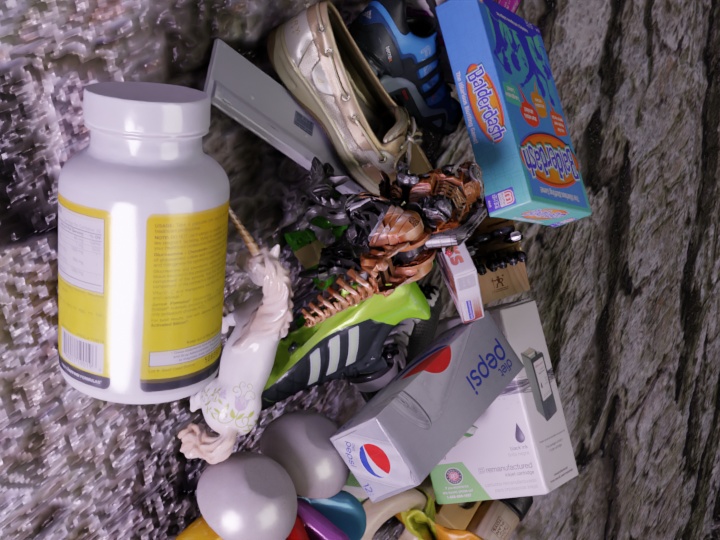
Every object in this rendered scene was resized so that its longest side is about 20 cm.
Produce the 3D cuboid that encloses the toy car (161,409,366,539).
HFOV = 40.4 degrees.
[{"bbox_3d":[-0.069,0.229,0.818,0.200,0.150,0.175,-29,157,-55],"label":"toy car"}]

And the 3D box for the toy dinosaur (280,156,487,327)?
[{"bbox_3d":[0.018,-0.031,0.755,0.200,0.135,0.103,-23,117,-49],"label":"toy dinosaur"}]

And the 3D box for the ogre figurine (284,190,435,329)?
[{"bbox_3d":[0.000,0.000,0.915,0.120,0.098,0.201,-28,117,-34],"label":"ogre figurine"}]

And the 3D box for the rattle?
[{"bbox_3d":[0.026,0.316,1.019,0.200,0.143,0.130,-7,132,-43],"label":"rattle"}]

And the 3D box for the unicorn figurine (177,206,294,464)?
[{"bbox_3d":[-0.092,0.056,0.766,0.074,0.137,0.201,5,89,-20],"label":"unicorn figurine"}]

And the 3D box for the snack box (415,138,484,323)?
[{"bbox_3d":[0.071,-0.048,0.925,0.024,0.200,0.072,-20,140,0],"label":"snack box"}]

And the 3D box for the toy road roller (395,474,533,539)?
[{"bbox_3d":[0.098,0.284,1.210,0.200,0.146,0.123,46,60,-14],"label":"toy road roller"}]

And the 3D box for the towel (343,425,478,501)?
[{"bbox_3d":[0.006,0.192,0.973,0.200,0.023,0.152,-34,152,17],"label":"towel"}]

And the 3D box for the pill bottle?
[{"bbox_3d":[-0.146,-0.020,0.660,0.112,0.112,0.201,-19,121,-53],"label":"pill bottle"}]

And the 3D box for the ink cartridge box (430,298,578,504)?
[{"bbox_3d":[0.139,0.145,1.083,0.084,0.145,0.201,-9,84,-52],"label":"ink cartridge box"}]

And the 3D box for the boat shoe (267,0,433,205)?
[{"bbox_3d":[0.007,-0.133,0.817,0.201,0.063,0.073,50,38,-23],"label":"boat shoe"}]

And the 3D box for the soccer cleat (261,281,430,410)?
[{"bbox_3d":[-0.027,0.073,0.852,0.200,0.068,0.081,-38,117,11],"label":"soccer cleat"}]

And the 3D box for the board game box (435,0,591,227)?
[{"bbox_3d":[0.146,-0.145,0.914,0.152,0.045,0.201,2,72,-58],"label":"board game box"}]

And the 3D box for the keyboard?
[{"bbox_3d":[-0.048,-0.113,0.797,0.200,0.011,0.056,32,49,-40],"label":"keyboard"}]

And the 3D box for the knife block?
[{"bbox_3d":[0.117,-0.060,0.992,0.200,0.064,0.176,-103,175,-49],"label":"knife block"}]

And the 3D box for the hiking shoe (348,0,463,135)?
[{"bbox_3d":[0.055,-0.188,0.911,0.087,0.074,0.200,-56,150,9],"label":"hiking shoe"}]

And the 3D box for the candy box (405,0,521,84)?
[{"bbox_3d":[0.088,-0.288,0.943,0.137,0.061,0.200,-65,147,-12],"label":"candy box"}]

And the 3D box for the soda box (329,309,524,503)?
[{"bbox_3d":[0.063,0.113,0.857,0.068,0.063,0.200,56,43,-2],"label":"soda box"}]

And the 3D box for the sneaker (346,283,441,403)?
[{"bbox_3d":[0.046,0.089,1.014,0.091,0.066,0.200,66,29,-20],"label":"sneaker"}]
